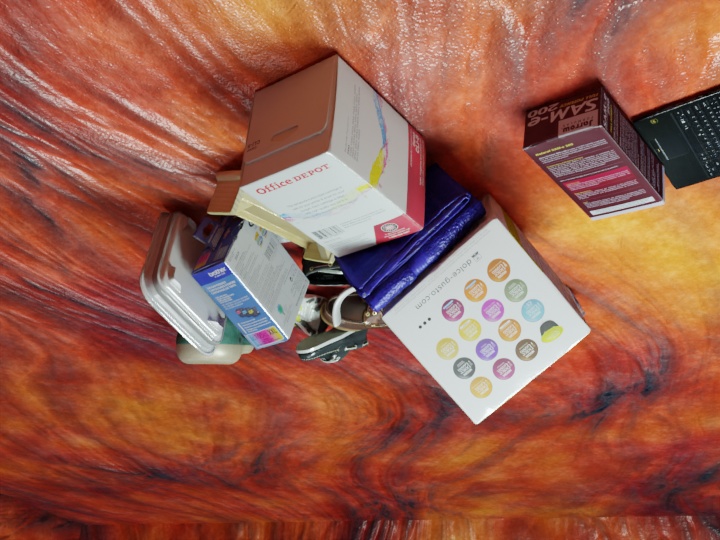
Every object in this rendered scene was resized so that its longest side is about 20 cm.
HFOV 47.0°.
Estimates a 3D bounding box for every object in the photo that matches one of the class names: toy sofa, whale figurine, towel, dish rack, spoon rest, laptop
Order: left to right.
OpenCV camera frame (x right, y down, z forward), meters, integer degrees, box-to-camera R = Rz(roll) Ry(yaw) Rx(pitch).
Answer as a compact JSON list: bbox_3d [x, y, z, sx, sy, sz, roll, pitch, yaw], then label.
[{"bbox_3d":[-0.252,0.010,1.260,0.043,0.202,0.172,-26,125,20],"label":"dish rack"},{"bbox_3d":[-0.285,0.130,1.630,0.156,0.106,0.200,-1,176,8],"label":"whale figurine"},{"bbox_3d":[-0.116,-0.092,1.215,0.198,0.099,0.082,25,169,-34],"label":"toy sofa"},{"bbox_3d":[0.041,0.041,1.411,0.196,0.062,0.099,-16,-170,9],"label":"spoon rest"},{"bbox_3d":[0.057,-0.053,1.098,0.199,0.148,0.050,-41,128,1],"label":"towel"},{"bbox_3d":[0.468,-0.136,1.028,0.197,0.105,0.177,-17,145,33],"label":"laptop"}]

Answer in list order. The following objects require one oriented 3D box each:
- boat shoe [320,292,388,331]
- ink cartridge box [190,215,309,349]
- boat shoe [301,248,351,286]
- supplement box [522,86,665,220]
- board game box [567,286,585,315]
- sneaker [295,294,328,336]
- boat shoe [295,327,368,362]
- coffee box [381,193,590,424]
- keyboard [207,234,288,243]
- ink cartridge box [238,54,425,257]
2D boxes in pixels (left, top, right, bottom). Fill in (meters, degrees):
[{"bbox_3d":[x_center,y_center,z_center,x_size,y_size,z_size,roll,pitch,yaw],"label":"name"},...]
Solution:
[{"bbox_3d":[0.029,0.069,1.488,0.196,0.072,0.070,3,159,-17],"label":"boat shoe"},{"bbox_3d":[-0.173,0.000,1.270,0.075,0.138,0.201,-18,123,28],"label":"ink cartridge box"},{"bbox_3d":[0.000,0.001,1.376,0.197,0.064,0.074,5,149,-6],"label":"boat shoe"},{"bbox_3d":[0.305,-0.144,1.068,0.108,0.062,0.199,-12,149,38],"label":"supplement box"},{"bbox_3d":[0.264,0.120,1.399,0.199,0.062,0.199,-38,172,27],"label":"board game box"},{"bbox_3d":[-0.126,0.063,1.510,0.084,0.076,0.199,23,177,38],"label":"sneaker"},{"bbox_3d":[-0.044,0.137,1.514,0.075,0.062,0.199,-1,-167,38],"label":"boat shoe"},{"bbox_3d":[0.170,0.046,1.147,0.199,0.200,0.198,-41,97,13],"label":"coffee box"},{"bbox_3d":[-0.184,-0.050,1.354,0.196,0.011,0.056,-9,149,21],"label":"keyboard"},{"bbox_3d":[-0.030,-0.137,1.037,0.143,0.147,0.199,-15,148,33],"label":"ink cartridge box"}]
